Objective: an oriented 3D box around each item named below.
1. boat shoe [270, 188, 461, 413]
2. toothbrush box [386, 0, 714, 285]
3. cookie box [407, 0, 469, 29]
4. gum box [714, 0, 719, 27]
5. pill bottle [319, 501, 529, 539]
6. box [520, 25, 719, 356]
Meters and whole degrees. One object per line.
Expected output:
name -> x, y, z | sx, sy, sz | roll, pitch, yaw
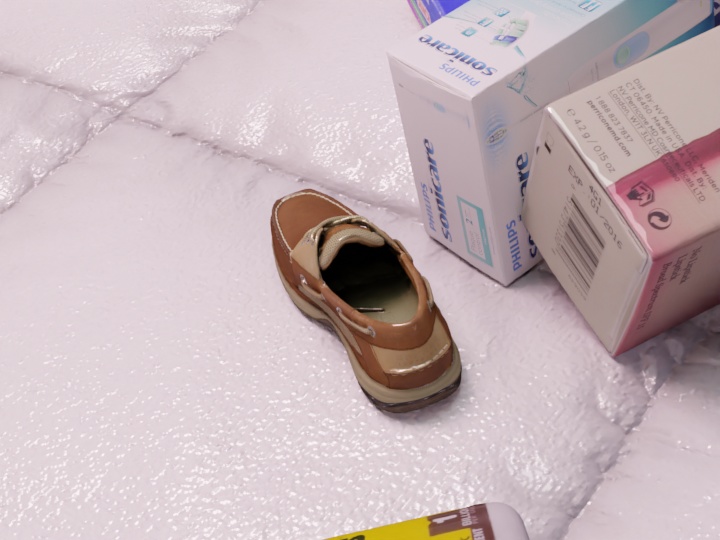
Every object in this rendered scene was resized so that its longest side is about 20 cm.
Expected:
boat shoe -> 0.000, 0.000, 0.843 | 0.076, 0.074, 0.200 | -26, 41, -14
toothbrush box -> 0.127, -0.111, 0.878 | 0.200, 0.147, 0.085 | -32, 43, -21
cookie box -> 0.143, -0.223, 1.057 | 0.199, 0.075, 0.171 | -16, 41, -3
gum box -> 0.245, -0.209, 0.913 | 0.066, 0.114, 0.200 | -31, 84, -18
pill bottle -> -0.015, 0.175, 0.617 | 0.199, 0.109, 0.109 | -13, 40, 2
box -> 0.206, -0.058, 0.786 | 0.200, 0.128, 0.109 | -25, 65, -12
